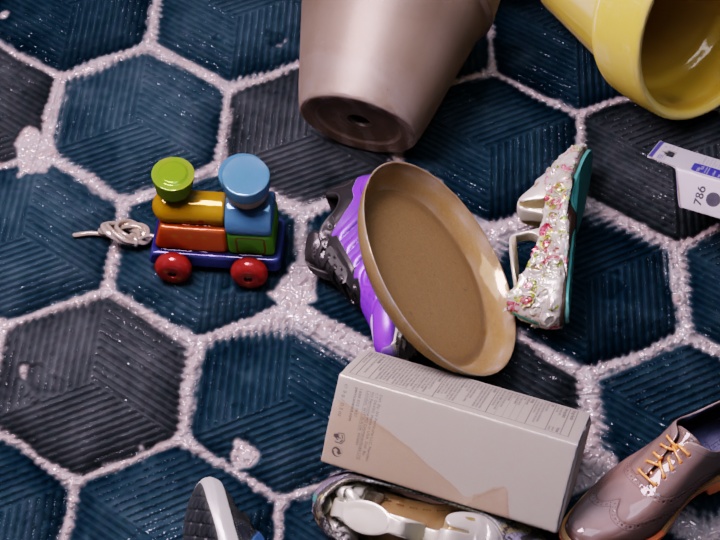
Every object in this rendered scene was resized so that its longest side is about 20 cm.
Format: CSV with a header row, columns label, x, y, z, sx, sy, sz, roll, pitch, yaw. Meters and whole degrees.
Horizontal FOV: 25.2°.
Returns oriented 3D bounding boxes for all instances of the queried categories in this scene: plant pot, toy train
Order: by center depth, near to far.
label,x,y,z,sx,sy,sz,roll,pitch,yaw
plant pot,0.061,0.002,1.371,0.027,0.199,0.202,-31,47,32
toy train,-0.168,-0.055,1.430,0.197,0.116,0.085,4,54,4
plant pot,0.021,-0.214,1.511,0.198,0.200,0.175,13,71,10
plant pot,0.274,-0.273,1.541,0.200,0.202,0.189,-31,44,-19

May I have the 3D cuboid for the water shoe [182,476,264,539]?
label,x,y,z,sx,sy,sz,roll,pitch,yaw
water shoe,-0.079,0.251,1.257,0.078,0.072,0.201,1,48,-33

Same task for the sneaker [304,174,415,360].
label,x,y,z,sx,sy,sz,roll,pitch,yaw
sneaker,0.000,0.000,1.425,0.098,0.070,0.202,-6,52,6

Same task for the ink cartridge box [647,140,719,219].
label,x,y,z,sx,sy,sz,roll,pitch,yaw
ink cartridge box,0.353,-0.065,1.447,0.198,0.040,0.099,20,18,14

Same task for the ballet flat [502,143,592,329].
label,x,y,z,sx,sy,sz,roll,pitch,yaw
ballet flat,0.167,-0.037,1.441,0.063,0.076,0.202,5,52,13

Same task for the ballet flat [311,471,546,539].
label,x,y,z,sx,sy,sz,roll,pitch,yaw
ballet flat,0.052,0.209,1.268,0.198,0.072,0.073,14,56,12

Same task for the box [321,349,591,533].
label,x,y,z,sx,sy,sz,roll,pitch,yaw
box,0.078,0.134,1.294,0.198,0.079,0.095,16,13,13

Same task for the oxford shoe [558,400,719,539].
label,x,y,z,sx,sy,sz,roll,pitch,yaw
oxford shoe,0.238,0.160,1.289,0.199,0.073,0.071,-30,52,-25
